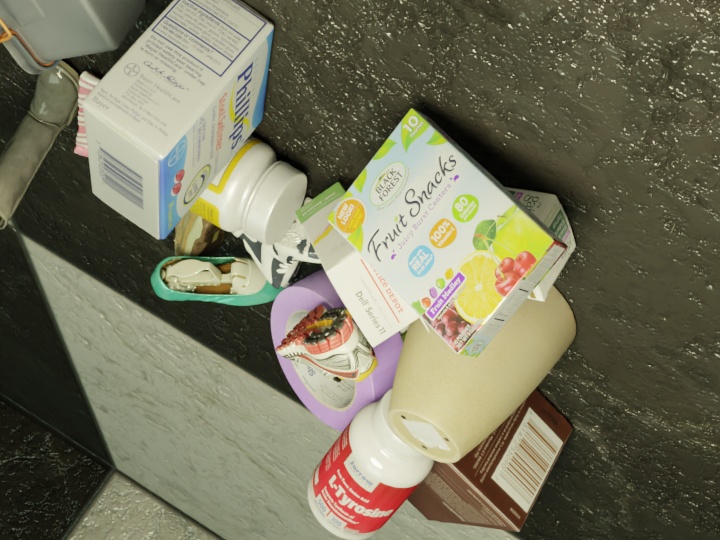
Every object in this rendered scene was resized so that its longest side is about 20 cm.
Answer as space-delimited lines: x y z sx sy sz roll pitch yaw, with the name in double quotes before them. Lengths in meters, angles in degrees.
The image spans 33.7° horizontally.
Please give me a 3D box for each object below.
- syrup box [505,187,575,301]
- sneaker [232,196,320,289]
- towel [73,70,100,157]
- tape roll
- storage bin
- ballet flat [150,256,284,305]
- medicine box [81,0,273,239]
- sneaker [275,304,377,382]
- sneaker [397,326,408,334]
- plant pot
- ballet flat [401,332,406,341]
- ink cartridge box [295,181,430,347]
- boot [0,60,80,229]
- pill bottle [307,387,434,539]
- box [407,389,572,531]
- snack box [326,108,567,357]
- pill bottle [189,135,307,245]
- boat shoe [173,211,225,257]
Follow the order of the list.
"syrup box" 0.116 -0.038 1.238 0.198 0.079 0.082 12 146 40
"sneaker" -0.082 -0.027 1.507 0.197 0.080 0.130 15 149 37
"towel" -0.317 -0.174 1.592 0.145 0.030 0.200 32 155 -1
"tape roll" -0.029 0.101 1.517 0.199 0.065 0.203 33 136 37
"storage bin" -0.333 -0.312 1.273 0.132 0.147 0.201 4 142 32
"ballet flat" -0.189 0.011 1.621 0.196 0.069 0.071 -2 163 -3
"medicine box" -0.190 -0.168 1.252 0.102 0.201 0.183 33 155 7
"sneaker" -0.040 0.095 1.383 0.082 0.078 0.200 50 168 -12
"sneaker" 0.017 0.044 1.537 0.083 0.077 0.199 58 146 -5
"plant pot" 0.117 0.107 1.338 0.185 0.201 0.188 27 151 16
"ballet flat" 0.028 0.112 1.622 0.067 0.068 0.199 36 150 -21
"ink cartridge box" 0.000 0.000 1.312 0.118 0.067 0.200 58 -179 -30
"boot" -0.443 -0.167 1.569 0.072 0.201 0.182 32 155 3
"pill bottle" 0.021 0.230 1.433 0.111 0.113 0.201 34 132 1
"box" 0.134 0.222 1.562 0.164 0.167 0.199 44 153 -22
"snack box" 0.080 -0.036 1.148 0.200 0.143 0.053 46 -166 24
"pill bottle" -0.170 -0.118 1.416 0.198 0.115 0.115 30 155 13
"boat shoe" -0.231 -0.064 1.657 0.076 0.071 0.200 47 148 7
